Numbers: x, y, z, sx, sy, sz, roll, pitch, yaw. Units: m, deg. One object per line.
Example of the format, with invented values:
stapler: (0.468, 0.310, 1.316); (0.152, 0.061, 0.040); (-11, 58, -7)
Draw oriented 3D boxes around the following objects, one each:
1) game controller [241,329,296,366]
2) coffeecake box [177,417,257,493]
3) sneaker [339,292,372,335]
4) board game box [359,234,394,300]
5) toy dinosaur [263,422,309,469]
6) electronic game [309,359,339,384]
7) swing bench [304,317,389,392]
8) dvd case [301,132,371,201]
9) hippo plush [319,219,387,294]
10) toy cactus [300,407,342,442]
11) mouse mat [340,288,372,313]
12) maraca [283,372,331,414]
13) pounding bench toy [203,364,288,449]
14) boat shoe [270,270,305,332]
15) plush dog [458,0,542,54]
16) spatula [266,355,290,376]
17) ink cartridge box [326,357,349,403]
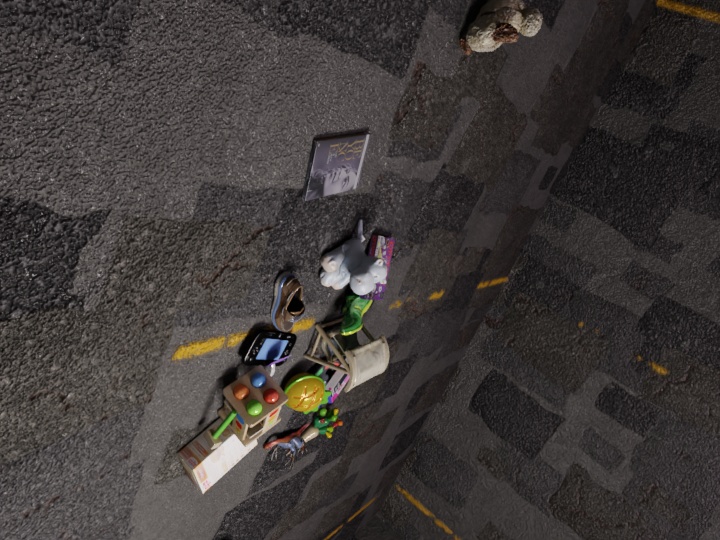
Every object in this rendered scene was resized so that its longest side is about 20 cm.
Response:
game controller: (-0.245, 0.211, 1.436); (0.105, 0.042, 0.200); (-54, 155, 7)
coffeecake box: (-0.392, 0.495, 1.470); (0.200, 0.073, 0.154); (-38, 149, -33)
sneaker: (-0.026, 0.122, 1.640); (0.084, 0.074, 0.200); (59, 34, -28)
board game box: (0.054, -0.008, 1.657); (0.120, 0.032, 0.201); (5, 97, -66)
toy dinosaur: (-0.267, 0.596, 1.842); (0.182, 0.104, 0.201); (63, 26, -47)
electronic game: (-0.139, 0.389, 1.821); (0.200, 0.042, 0.201); (-40, 149, -30)
swing bench: (-0.031, 0.253, 1.672); (0.199, 0.200, 0.130); (-14, 132, -53)
dvd case: (-0.055, -0.253, 1.275); (0.200, 0.016, 0.149); (-25, 139, -48)
hippo plush: (0.000, 0.000, 1.487); (0.200, 0.161, 0.160); (-44, 151, -24)
toy cactus: (-0.146, 0.593, 2.000); (0.165, 0.102, 0.200); (-36, 157, -18)
mouse mat: (0.016, 0.066, 1.767); (0.200, 0.008, 0.161); (-9, 127, -58)
maraca: (-0.169, 0.396, 1.686); (0.137, 0.107, 0.200); (-36, 137, 1)
pounding bench toy: (-0.309, 0.370, 1.377); (0.200, 0.124, 0.156); (-32, 157, -37)
boat shoe: (-0.186, 0.098, 1.378); (0.072, 0.072, 0.201); (-36, 147, -36)
plush dog: (0.350, -0.647, 1.393); (0.161, 0.200, 0.172); (49, 62, -29)
spatula: (-0.250, 0.285, 1.476); (0.056, 0.021, 0.200); (-17, 153, -39)
ink cartridge box: (-0.085, 0.398, 1.857); (0.200, 0.037, 0.095); (-50, 158, -26)
